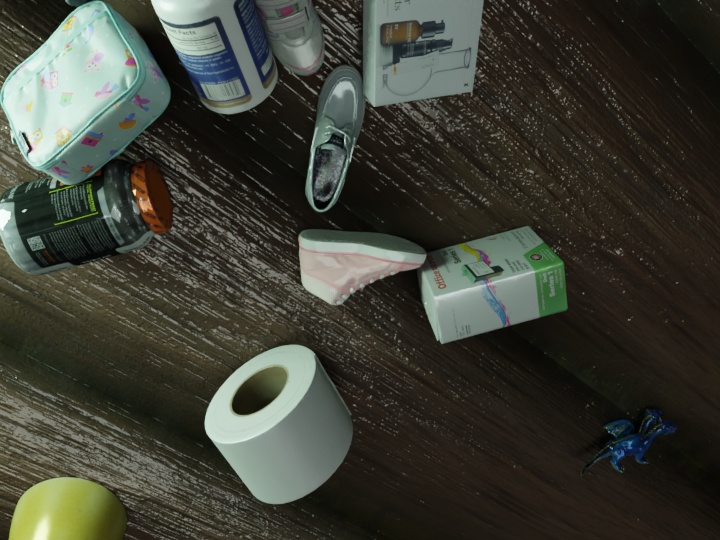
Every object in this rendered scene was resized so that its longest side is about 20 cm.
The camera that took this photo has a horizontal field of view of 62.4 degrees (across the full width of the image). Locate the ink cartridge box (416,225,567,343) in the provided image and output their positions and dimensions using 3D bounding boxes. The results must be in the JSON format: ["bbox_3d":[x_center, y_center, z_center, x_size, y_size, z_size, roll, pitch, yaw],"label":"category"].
[{"bbox_3d":[0.193,0.017,0.910,0.195,0.146,0.086,-15,116,0],"label":"ink cartridge box"}]

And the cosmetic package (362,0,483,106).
[{"bbox_3d":[0.079,-0.322,0.751,0.147,0.052,0.204,-14,131,-16],"label":"cosmetic package"}]

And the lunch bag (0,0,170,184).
[{"bbox_3d":[-0.345,-0.218,0.731,0.198,0.077,0.162,-36,74,7],"label":"lunch bag"}]

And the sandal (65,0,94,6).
[{"bbox_3d":[-0.277,-0.367,0.655,0.197,0.076,0.043,-24,103,29],"label":"sandal"}]

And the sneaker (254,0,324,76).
[{"bbox_3d":[-0.101,-0.338,0.736,0.080,0.089,0.203,-24,116,4],"label":"sneaker"}]

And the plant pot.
[{"bbox_3d":[-0.525,0.491,1.036,0.194,0.143,0.205,-3,115,-7],"label":"plant pot"}]

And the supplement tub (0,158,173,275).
[{"bbox_3d":[-0.365,-0.076,0.804,0.195,0.123,0.125,-14,116,0],"label":"supplement tub"}]

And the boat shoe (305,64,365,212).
[{"bbox_3d":[-0.034,-0.177,0.829,0.068,0.072,0.205,9,113,-12],"label":"boat shoe"}]

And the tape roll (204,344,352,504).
[{"bbox_3d":[-0.127,0.238,0.939,0.199,0.204,0.141,-27,116,6],"label":"tape roll"}]

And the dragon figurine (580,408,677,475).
[{"bbox_3d":[0.506,0.328,1.145,0.195,0.059,0.102,-11,116,-3],"label":"dragon figurine"}]

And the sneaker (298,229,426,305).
[{"bbox_3d":[0.000,0.000,0.914,0.194,0.076,0.107,5,110,-1],"label":"sneaker"}]

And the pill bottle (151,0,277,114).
[{"bbox_3d":[-0.174,-0.294,0.691,0.108,0.113,0.202,-17,146,1],"label":"pill bottle"}]
